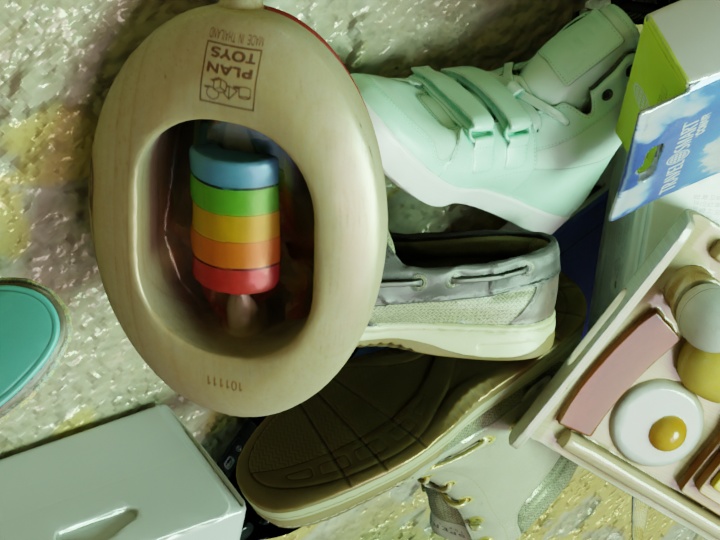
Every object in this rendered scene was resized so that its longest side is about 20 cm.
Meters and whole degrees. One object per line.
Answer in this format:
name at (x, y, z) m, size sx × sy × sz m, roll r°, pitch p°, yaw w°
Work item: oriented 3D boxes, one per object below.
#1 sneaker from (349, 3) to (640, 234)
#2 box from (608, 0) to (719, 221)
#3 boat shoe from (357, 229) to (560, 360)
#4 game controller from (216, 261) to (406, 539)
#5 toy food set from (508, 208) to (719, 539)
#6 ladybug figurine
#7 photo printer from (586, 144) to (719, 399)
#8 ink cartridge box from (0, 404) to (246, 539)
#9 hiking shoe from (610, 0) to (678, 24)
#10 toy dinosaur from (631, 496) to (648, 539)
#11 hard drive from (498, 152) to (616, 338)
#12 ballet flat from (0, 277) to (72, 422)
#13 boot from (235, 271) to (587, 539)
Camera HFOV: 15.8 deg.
sneaker at (0.066, -0.089, 1.223) m, size 0.118 × 0.074 × 0.200 m, roll -51°, pitch 149°, yaw 17°
box at (0.200, -0.100, 1.196) m, size 0.200 × 0.048 × 0.122 m, roll -23°, pitch 159°, yaw -10°
boat shoe at (0.000, 0.000, 1.243) m, size 0.200 × 0.073 × 0.065 m, roll 3°, pitch 109°, yaw -18°
game controller at (-0.010, 0.065, 1.356) m, size 0.104 × 0.042 × 0.200 m, roll 8°, pitch 125°, yaw -48°
toy food set at (0.190, 0.074, 1.299) m, size 0.200 × 0.060 × 0.144 m, roll 31°, pitch 104°, yaw -24°
ladybug figurine at (-0.048, -0.033, 1.138) m, size 0.072 × 0.135 × 0.200 m, roll -56°, pitch 155°, yaw -58°
photo printer at (0.225, -0.011, 1.344) m, size 0.200 × 0.069 × 0.167 m, roll 2°, pitch 110°, yaw -14°
ink cartridge box at (-0.149, 0.178, 1.312) m, size 0.144 × 0.085 × 0.200 m, roll -18°, pitch 142°, yaw -30°
hiking shoe at (0.173, -0.143, 1.279) m, size 0.100 × 0.076 × 0.200 m, roll -1°, pitch 162°, yaw 7°
toy dinosaur at (0.179, 0.080, 1.512) m, size 0.101 × 0.058 × 0.200 m, roll 5°, pitch 99°, yaw -56°
hard drive at (0.117, 0.023, 1.426) m, size 0.132 × 0.025 × 0.200 m, roll -36°, pitch 148°, yaw -26°
ballet flat at (-0.216, 0.070, 1.150) m, size 0.200 × 0.071 × 0.071 m, roll -34°, pitch 146°, yaw -9°
boot at (0.033, 0.099, 1.336) m, size 0.200 × 0.072 × 0.155 m, roll -32°, pitch 147°, yaw -17°
